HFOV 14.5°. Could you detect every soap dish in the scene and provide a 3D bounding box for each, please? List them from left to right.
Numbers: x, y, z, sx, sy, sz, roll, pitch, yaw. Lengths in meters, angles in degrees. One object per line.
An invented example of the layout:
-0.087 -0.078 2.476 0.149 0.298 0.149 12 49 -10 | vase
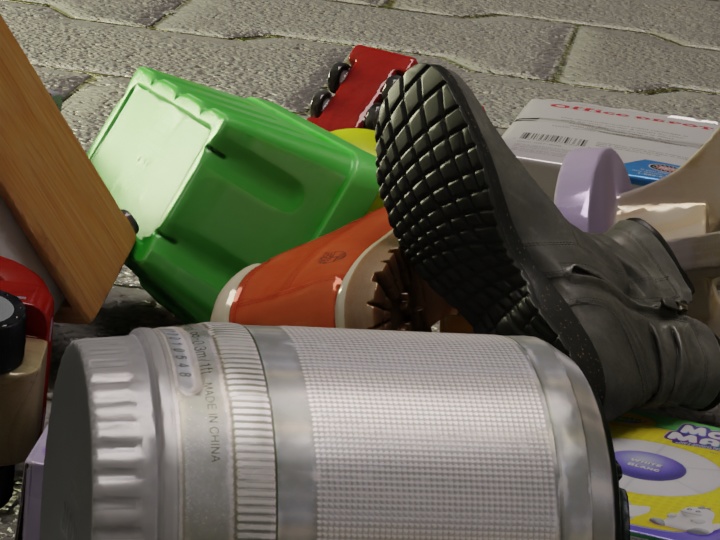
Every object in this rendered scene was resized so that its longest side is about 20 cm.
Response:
-0.211 -0.066 1.481 0.081 0.200 0.157 -37 18 -23 | soap dish

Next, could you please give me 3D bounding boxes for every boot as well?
0.000 0.000 1.432 0.107 0.075 0.200 -6 13 27 | boot
0.093 -0.011 1.370 0.130 0.200 0.068 -11 -21 -48 | boot

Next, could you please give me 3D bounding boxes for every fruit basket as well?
-0.038 -0.023 1.563 0.215 0.156 0.216 31 1 -1 | fruit basket

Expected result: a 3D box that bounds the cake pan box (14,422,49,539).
-0.051 0.092 1.282 0.184 0.052 0.200 5 14 4 | cake pan box

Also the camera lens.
-0.011 0.101 1.044 0.199 0.160 0.160 3 15 -14 | camera lens

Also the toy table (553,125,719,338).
0.177 -0.002 1.523 0.117 0.184 0.200 -2 6 13 | toy table

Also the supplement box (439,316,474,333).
0.092 0.026 1.571 0.066 0.069 0.200 9 13 12 | supplement box

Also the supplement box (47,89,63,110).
-0.264 -0.048 1.612 0.061 0.109 0.200 18 19 37 | supplement box

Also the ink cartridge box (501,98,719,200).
0.163 -0.047 1.841 0.144 0.084 0.200 10 16 10 | ink cartridge box

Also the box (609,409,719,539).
0.131 0.108 1.309 0.117 0.049 0.200 11 14 18 | box

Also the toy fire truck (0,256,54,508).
-0.231 0.035 1.333 0.176 0.129 0.200 6 24 -2 | toy fire truck

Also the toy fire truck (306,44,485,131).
0.009 -0.064 1.806 0.049 0.141 0.200 14 56 27 | toy fire truck
